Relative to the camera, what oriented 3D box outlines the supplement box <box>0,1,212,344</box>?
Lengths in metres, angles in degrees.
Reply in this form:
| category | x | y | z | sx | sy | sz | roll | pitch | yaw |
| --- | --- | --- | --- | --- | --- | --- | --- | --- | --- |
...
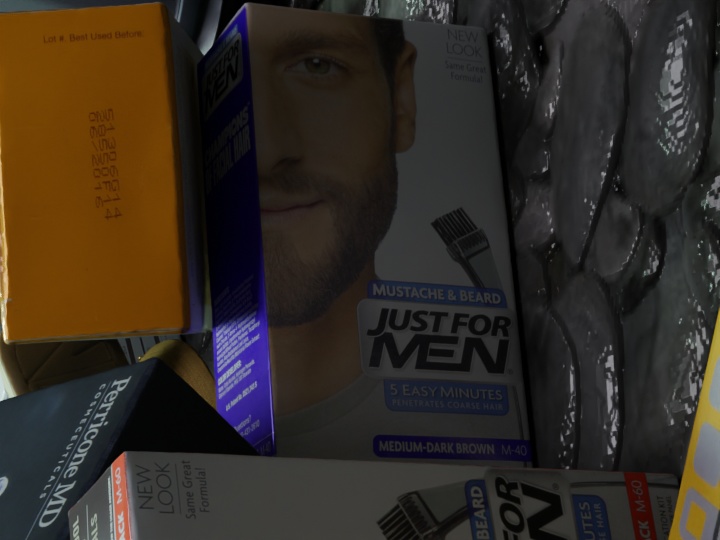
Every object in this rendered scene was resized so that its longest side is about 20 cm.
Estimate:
| category | x | y | z | sx | sy | sz | roll | pitch | yaw |
| --- | --- | --- | --- | --- | --- | --- | --- | --- | --- |
| supplement box | -0.101 | -0.034 | 0.917 | 0.200 | 0.073 | 0.126 | 57 | -152 | -88 |

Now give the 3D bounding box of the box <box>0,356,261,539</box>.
| category | x | y | z | sx | sy | sz | roll | pitch | yaw |
| --- | --- | --- | --- | --- | --- | --- | --- | --- | --- |
| box | -0.133 | 0.136 | 0.810 | 0.200 | 0.107 | 0.149 | -17 | 37 | 41 |

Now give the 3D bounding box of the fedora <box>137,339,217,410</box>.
| category | x | y | z | sx | sy | sz | roll | pitch | yaw |
| --- | --- | --- | --- | --- | --- | --- | --- | --- | --- |
| fedora | -0.067 | 0.127 | 1.059 | 0.201 | 0.082 | 0.201 | -176 | 90 | -67 |

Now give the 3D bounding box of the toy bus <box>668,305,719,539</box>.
| category | x | y | z | sx | sy | sz | roll | pitch | yaw |
| --- | --- | --- | --- | --- | --- | --- | --- | --- | --- |
| toy bus | 0.124 | 0.100 | 0.629 | 0.078 | 0.065 | 0.200 | -140 | 57 | -63 |

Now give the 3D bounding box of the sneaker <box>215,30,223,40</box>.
| category | x | y | z | sx | sy | sz | roll | pitch | yaw |
| --- | --- | --- | --- | --- | --- | --- | --- | --- | --- |
| sneaker | -0.047 | -0.039 | 1.075 | 0.104 | 0.060 | 0.200 | 134 | 139 | -58 |

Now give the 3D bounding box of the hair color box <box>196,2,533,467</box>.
| category | x | y | z | sx | sy | sz | roll | pitch | yaw |
| --- | --- | --- | --- | --- | --- | --- | --- | --- | --- |
| hair color box | 0.000 | 0.000 | 0.885 | 0.065 | 0.109 | 0.200 | 137 | 132 | -59 |

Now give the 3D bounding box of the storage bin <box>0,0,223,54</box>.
| category | x | y | z | sx | sy | sz | roll | pitch | yaw |
| --- | --- | --- | --- | --- | --- | --- | --- | --- | --- |
| storage bin | -0.153 | -0.161 | 1.195 | 0.146 | 0.134 | 0.200 | 117 | 161 | -45 |

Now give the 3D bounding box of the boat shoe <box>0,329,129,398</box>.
| category | x | y | z | sx | sy | sz | roll | pitch | yaw |
| --- | --- | --- | --- | --- | --- | --- | --- | --- | --- |
| boat shoe | -0.113 | 0.105 | 0.988 | 0.066 | 0.074 | 0.200 | 94 | 162 | -45 |

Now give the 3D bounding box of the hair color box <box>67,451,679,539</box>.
| category | x | y | z | sx | sy | sz | roll | pitch | yaw |
| --- | --- | --- | --- | --- | --- | --- | --- | --- | --- |
| hair color box | 0.013 | 0.122 | 0.717 | 0.064 | 0.200 | 0.111 | 133 | 135 | -56 |

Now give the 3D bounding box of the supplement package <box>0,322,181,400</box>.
| category | x | y | z | sx | sy | sz | roll | pitch | yaw |
| --- | --- | --- | --- | --- | --- | --- | --- | --- | --- |
| supplement package | -0.186 | 0.055 | 1.320 | 0.200 | 0.111 | 0.156 | -110 | 33 | -45 |
